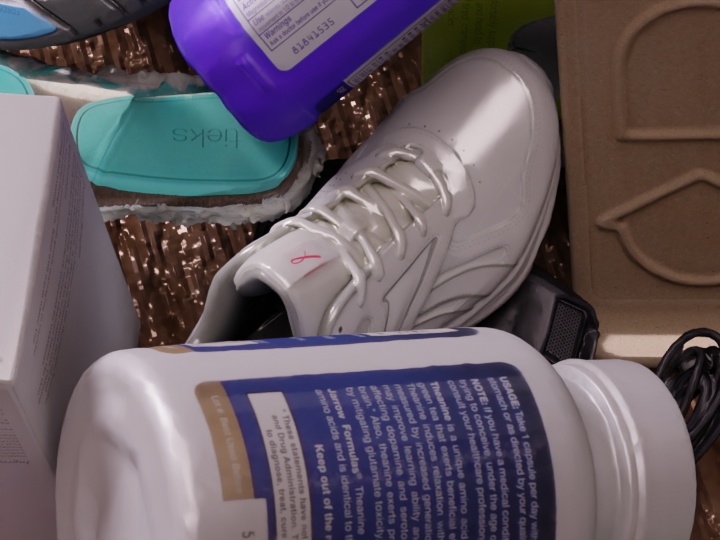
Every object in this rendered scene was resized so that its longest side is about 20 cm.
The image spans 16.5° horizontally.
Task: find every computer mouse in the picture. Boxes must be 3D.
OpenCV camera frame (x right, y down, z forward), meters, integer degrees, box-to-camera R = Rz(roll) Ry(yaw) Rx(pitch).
[{"bbox_3d":[0.035,0.053,0.954,0.200,0.046,0.141,27,88,18],"label":"computer mouse"}]

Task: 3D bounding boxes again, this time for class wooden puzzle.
[{"bbox_3d":[0.168,-0.054,0.918,0.185,0.200,0.046,0,37,8],"label":"wooden puzzle"}]

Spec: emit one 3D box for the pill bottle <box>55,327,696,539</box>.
[{"bbox_3d":[0.008,0.076,0.832,0.199,0.111,0.111,-2,62,-28],"label":"pill bottle"}]

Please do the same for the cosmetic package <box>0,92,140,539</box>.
[{"bbox_3d":[-0.135,0.026,0.882,0.085,0.200,0.108,4,65,4],"label":"cosmetic package"}]

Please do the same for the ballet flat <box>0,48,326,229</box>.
[{"bbox_3d":[-0.112,-0.044,0.942,0.199,0.072,0.072,7,66,4],"label":"ballet flat"}]

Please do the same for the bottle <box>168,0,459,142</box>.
[{"bbox_3d":[0.025,-0.129,0.860,0.200,0.084,0.065,-38,107,9],"label":"bottle"}]

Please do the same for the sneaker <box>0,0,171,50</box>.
[{"bbox_3d":[-0.058,-0.137,0.926,0.200,0.082,0.073,-28,79,8],"label":"sneaker"}]

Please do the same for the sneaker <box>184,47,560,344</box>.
[{"bbox_3d":[0.000,0.000,0.896,0.078,0.099,0.200,36,90,19],"label":"sneaker"}]

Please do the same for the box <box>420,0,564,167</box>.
[{"bbox_3d":[0.124,-0.088,0.965,0.199,0.122,0.048,6,53,5],"label":"box"}]
